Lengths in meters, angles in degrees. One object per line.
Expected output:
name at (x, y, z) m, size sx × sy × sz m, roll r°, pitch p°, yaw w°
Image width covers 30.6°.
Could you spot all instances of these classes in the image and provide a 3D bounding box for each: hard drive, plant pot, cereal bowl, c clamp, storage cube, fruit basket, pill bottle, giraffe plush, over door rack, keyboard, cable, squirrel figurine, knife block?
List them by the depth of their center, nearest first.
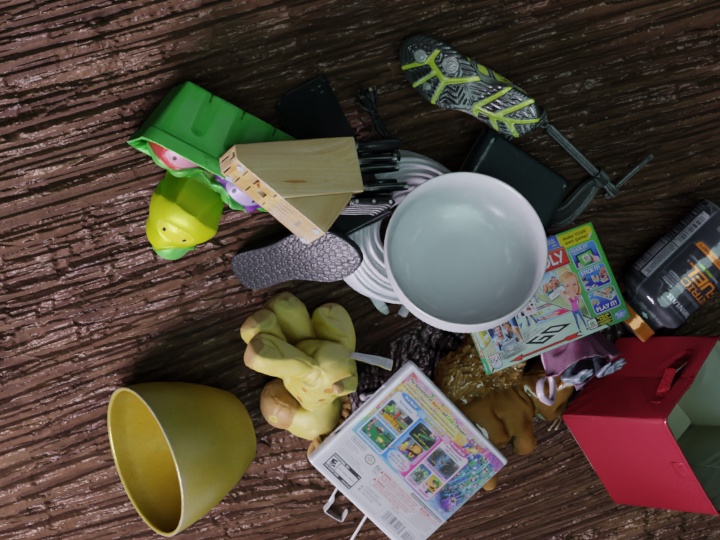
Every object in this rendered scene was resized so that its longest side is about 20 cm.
knife block at (-0.043, -0.130, 1.574) m, size 0.200 × 0.064 × 0.176 m, roll 39°, pitch 66°, yaw -12°
cereal bowl at (0.124, -0.015, 1.607) m, size 0.199 × 0.083 × 0.201 m, roll 2°, pitch 72°, yaw -6°
fruit basket at (-0.198, -0.106, 1.624) m, size 0.215 × 0.155 × 0.216 m, roll -1°, pitch 93°, yaw -19°
keyboard at (-0.014, -0.154, 1.654) m, size 0.127 × 0.021 × 0.200 m, roll -26°, pitch 83°, yaw 4°
hard drive at (0.168, -0.063, 1.694) m, size 0.139 × 0.033 × 0.200 m, roll 30°, pitch 90°, yaw -21°
cable at (0.052, -0.055, 1.711) m, size 0.200 × 0.069 × 0.200 m, roll 42°, pitch 88°, yaw -20°
plant pot at (-0.221, 0.226, 1.716) m, size 0.142 × 0.200 × 0.201 m, roll -18°, pitch 114°, yaw -33°
giraffe plush at (-0.069, 0.149, 1.724) m, size 0.200 × 0.173 × 0.163 m, roll 25°, pitch 126°, yaw 13°
c clamp at (0.265, -0.145, 1.761) m, size 0.200 × 0.027 × 0.171 m, roll 34°, pitch 104°, yaw -21°
over door rack at (-0.007, 0.280, 1.783) m, size 0.066 × 0.148 × 0.201 m, roll 15°, pitch 105°, yaw -17°
squirrel figurine at (0.199, 0.161, 1.794) m, size 0.186 × 0.142 × 0.200 m, roll -26°, pitch 114°, yaw -9°
storage cube at (0.418, 0.210, 1.795) m, size 0.171 × 0.180 × 0.200 m, roll -48°, pitch 117°, yaw -31°
pill bottle at (0.435, 0.006, 1.801) m, size 0.200 × 0.106 × 0.106 m, roll -45°, pitch 111°, yaw 6°

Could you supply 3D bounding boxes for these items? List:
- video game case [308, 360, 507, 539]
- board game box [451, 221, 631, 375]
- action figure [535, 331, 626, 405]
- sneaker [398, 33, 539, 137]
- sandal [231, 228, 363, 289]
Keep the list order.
video game case at (0.063, 0.244, 1.697) m, size 0.182 × 0.024 × 0.200 m, roll -44°, pitch 110°, yaw 1°
board game box at (0.227, 0.035, 1.670) m, size 0.199 × 0.029 × 0.135 m, roll -21°, pitch 84°, yaw -11°
action figure at (0.261, 0.067, 1.767) m, size 0.149 × 0.200 × 0.134 m, roll -39°, pitch 155°, yaw 9°
sneaker at (0.135, -0.233, 1.681) m, size 0.200 × 0.076 × 0.076 m, roll 33°, pitch 103°, yaw -1°
sandal at (-0.079, -0.024, 1.677) m, size 0.200 × 0.048 × 0.075 m, roll -7°, pitch 118°, yaw 35°
